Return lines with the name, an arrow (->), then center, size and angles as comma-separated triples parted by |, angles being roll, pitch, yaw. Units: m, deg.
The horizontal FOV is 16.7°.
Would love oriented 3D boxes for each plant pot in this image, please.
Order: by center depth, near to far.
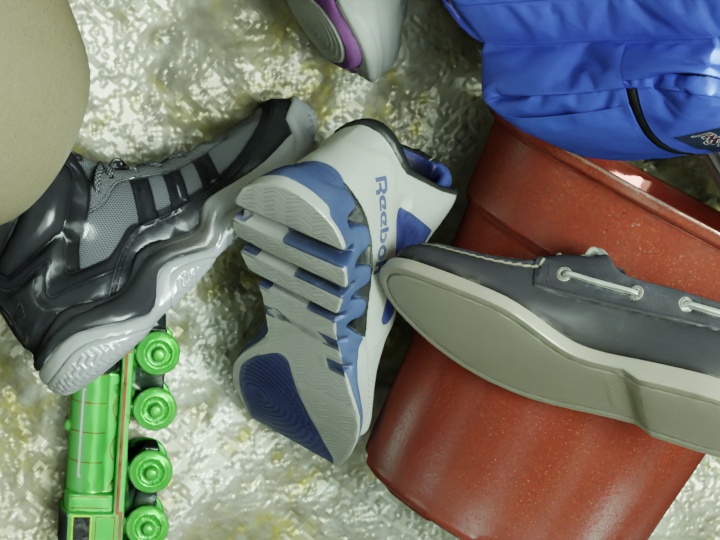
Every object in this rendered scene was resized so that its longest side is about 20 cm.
plant pot -> -0.201, -0.089, 1.096 | 0.134, 0.200, 0.201 | 27, 89, -34
plant pot -> 0.110, 0.045, 1.245 | 0.201, 0.201, 0.196 | 25, 98, -24

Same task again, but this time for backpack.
backpack -> 0.157, -0.138, 1.103 | 0.162, 0.200, 0.168 | 3, 82, -58

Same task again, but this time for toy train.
toy train -> -0.125, 0.117, 1.241 | 0.056, 0.042, 0.200 | 2, 99, -11

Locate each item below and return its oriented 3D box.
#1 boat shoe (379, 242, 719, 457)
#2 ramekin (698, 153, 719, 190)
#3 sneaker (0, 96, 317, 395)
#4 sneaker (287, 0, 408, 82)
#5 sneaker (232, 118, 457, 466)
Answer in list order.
boat shoe -> 0.106, 0.024, 1.133 | 0.063, 0.200, 0.073 | -59, 159, -27
ramekin -> 0.261, -0.094, 1.248 | 0.200, 0.200, 0.105 | -16, 72, -18
sneaker -> -0.113, -0.042, 1.194 | 0.114, 0.075, 0.200 | 45, 64, -4
sneaker -> 0.013, -0.162, 1.173 | 0.100, 0.200, 0.075 | -34, 67, -16
sneaker -> 0.000, -0.001, 1.211 | 0.115, 0.080, 0.200 | -45, 154, -34
